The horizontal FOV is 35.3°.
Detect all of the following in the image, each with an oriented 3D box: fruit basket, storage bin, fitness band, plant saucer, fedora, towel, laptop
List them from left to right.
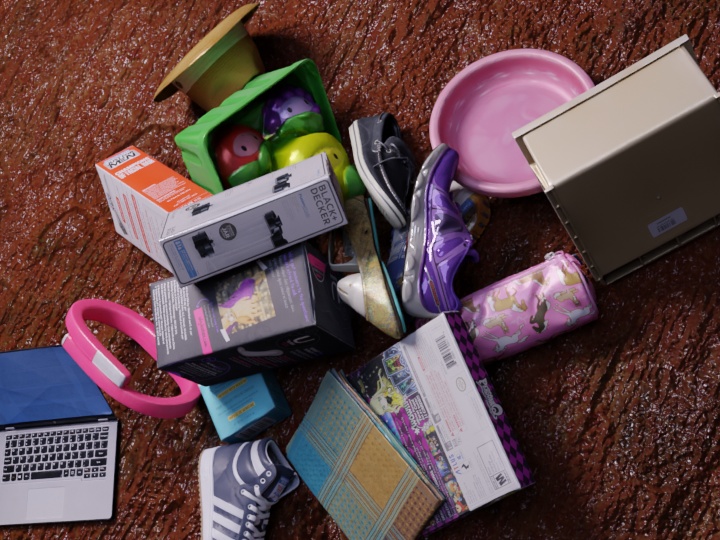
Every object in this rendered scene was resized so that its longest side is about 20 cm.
[{"bbox_3d":[-0.413,0.211,1.423,0.187,0.116,0.201,-8,70,21],"label":"laptop"},{"bbox_3d":[-0.280,0.107,1.388,0.200,0.143,0.037,42,109,25],"label":"fitness band"},{"bbox_3d":[-0.181,-0.262,1.479,0.201,0.201,0.082,-43,99,4],"label":"fedora"},{"bbox_3d":[-0.090,-0.144,1.367,0.215,0.156,0.216,-15,32,9],"label":"fruit basket"},{"bbox_3d":[0.000,0.227,1.262,0.200,0.022,0.147,47,125,29],"label":"towel"},{"bbox_3d":[0.183,-0.166,1.327,0.200,0.051,0.201,-8,60,14],"label":"plant saucer"},{"bbox_3d":[0.297,-0.105,1.195,0.200,0.199,0.094,-29,47,11],"label":"storage bin"}]

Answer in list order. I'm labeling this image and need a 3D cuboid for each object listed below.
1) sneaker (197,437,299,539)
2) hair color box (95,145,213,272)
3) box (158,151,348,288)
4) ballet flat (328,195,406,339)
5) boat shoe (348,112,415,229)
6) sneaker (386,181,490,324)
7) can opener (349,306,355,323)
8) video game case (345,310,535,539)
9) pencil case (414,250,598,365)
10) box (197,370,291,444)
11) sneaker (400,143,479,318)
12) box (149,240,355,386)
[{"bbox_3d":[-0.123,0.289,1.303,0.108,0.070,0.201,-19,63,18],"label":"sneaker"},{"bbox_3d":[-0.246,-0.068,1.422,0.064,0.111,0.200,-33,44,-28],"label":"hair color box"},{"bbox_3d":[-0.117,-0.059,1.259,0.199,0.117,0.060,-22,109,2],"label":"box"},{"bbox_3d":[0.000,0.000,1.266,0.071,0.071,0.200,-25,51,13],"label":"ballet flat"},{"bbox_3d":[0.033,-0.126,1.349,0.062,0.075,0.200,-26,38,11],"label":"boat shoe"},{"bbox_3d":[0.066,-0.022,1.336,0.088,0.075,0.200,32,78,36],"label":"sneaker"},{"bbox_3d":[-0.062,-0.013,1.400,0.067,0.053,0.200,-12,64,-16],"label":"can opener"},{"bbox_3d":[0.076,0.172,1.222,0.181,0.036,0.200,-37,68,37],"label":"video game case"},{"bbox_3d":[0.162,0.049,1.259,0.200,0.083,0.087,-25,65,14],"label":"pencil case"},{"bbox_3d":[-0.164,0.108,1.392,0.082,0.049,0.200,-32,64,9],"label":"box"},{"bbox_3d":[0.093,-0.042,1.259,0.083,0.081,0.201,6,75,2],"label":"sneaker"},{"bbox_3d":[-0.124,0.052,1.295,0.199,0.122,0.106,-15,69,17],"label":"box"}]
